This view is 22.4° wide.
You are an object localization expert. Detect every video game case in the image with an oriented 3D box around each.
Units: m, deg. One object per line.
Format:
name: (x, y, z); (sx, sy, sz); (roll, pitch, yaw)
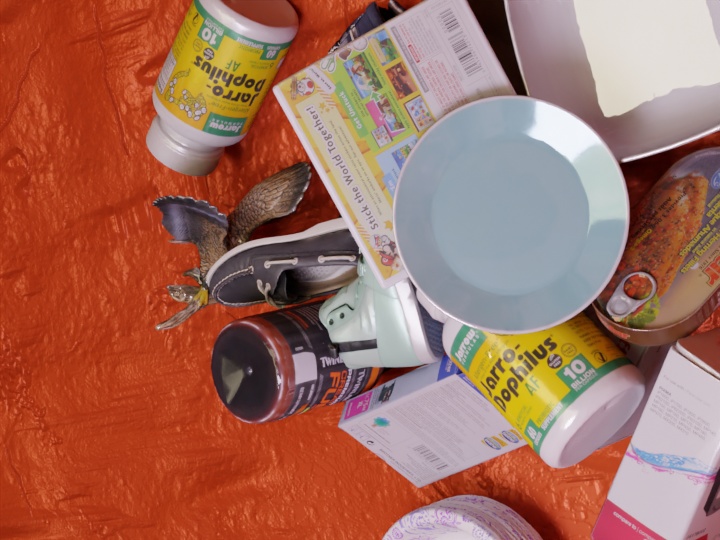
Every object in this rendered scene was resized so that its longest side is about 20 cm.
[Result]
video game case: (0.051, -0.114, 1.562); (0.181, 0.023, 0.201); (-29, 97, 4)

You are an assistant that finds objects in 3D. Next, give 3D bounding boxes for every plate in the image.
plate: (0.126, -0.047, 1.535); (0.199, 0.026, 0.201); (0, 89, 4)

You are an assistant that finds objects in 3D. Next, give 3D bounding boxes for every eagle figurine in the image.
eagle figurine: (-0.138, -0.039, 1.924); (0.150, 0.152, 0.201); (16, 132, 6)

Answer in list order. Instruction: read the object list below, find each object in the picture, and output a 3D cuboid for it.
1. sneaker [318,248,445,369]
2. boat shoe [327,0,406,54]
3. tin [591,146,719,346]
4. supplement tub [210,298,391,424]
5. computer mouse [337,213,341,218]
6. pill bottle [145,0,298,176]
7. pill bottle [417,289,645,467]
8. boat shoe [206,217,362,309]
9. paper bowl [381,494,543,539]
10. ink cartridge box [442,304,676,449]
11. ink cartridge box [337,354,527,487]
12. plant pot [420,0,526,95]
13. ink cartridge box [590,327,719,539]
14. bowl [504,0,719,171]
sneaker: (0.000, 0.000, 1.741); (0.118, 0.074, 0.202); (-12, 95, 27)
boat shoe: (0.043, -0.173, 1.784); (0.200, 0.074, 0.093); (56, 135, 19)
tin: (0.279, -0.020, 1.555); (0.200, 0.042, 0.112); (-45, 52, -12)
supplement tub: (-0.047, 0.085, 1.825); (0.107, 0.199, 0.108); (10, 105, 41)
computer mouse: (0.048, -0.031, 1.825); (0.200, 0.046, 0.141); (41, 121, 28)
pill bottle: (-0.153, -0.203, 1.927); (0.113, 0.112, 0.200); (46, 123, 26)
pill bottle: (0.144, 0.065, 1.592); (0.200, 0.112, 0.113); (48, 125, 24)
boat shoe: (-0.069, 0.005, 1.835); (0.199, 0.074, 0.061); (-16, 52, 21)
paper bowl: (0.115, 0.320, 1.789); (0.200, 0.104, 0.202); (8, 102, 39)
ink cartridge box: (0.192, 0.046, 1.687); (0.200, 0.086, 0.147); (39, 121, 28)
ink cartridge box: (0.088, 0.142, 1.782); (0.119, 0.042, 0.200); (39, 138, -25)
plant pot: (0.126, -0.183, 1.659); (0.134, 0.199, 0.201); (161, 96, -75)
ink cartridge box: (0.298, 0.156, 1.574); (0.085, 0.147, 0.201); (36, 120, 30)
bowl: (0.237, -0.198, 1.547); (0.199, 0.075, 0.201); (-18, 87, 27)
